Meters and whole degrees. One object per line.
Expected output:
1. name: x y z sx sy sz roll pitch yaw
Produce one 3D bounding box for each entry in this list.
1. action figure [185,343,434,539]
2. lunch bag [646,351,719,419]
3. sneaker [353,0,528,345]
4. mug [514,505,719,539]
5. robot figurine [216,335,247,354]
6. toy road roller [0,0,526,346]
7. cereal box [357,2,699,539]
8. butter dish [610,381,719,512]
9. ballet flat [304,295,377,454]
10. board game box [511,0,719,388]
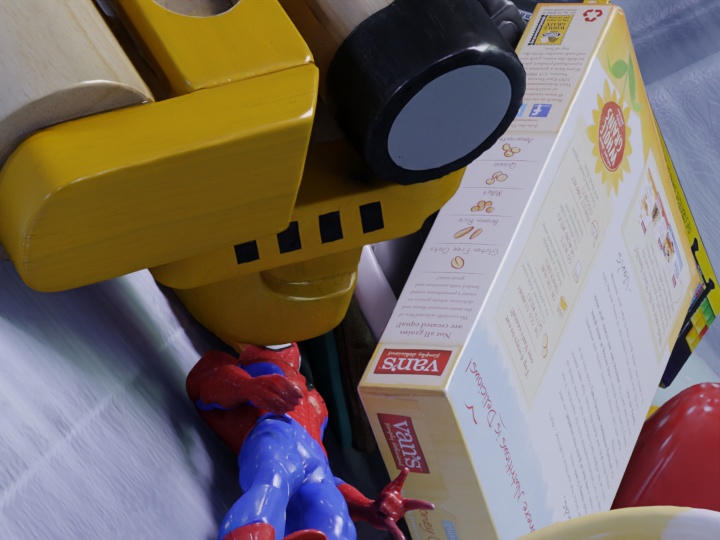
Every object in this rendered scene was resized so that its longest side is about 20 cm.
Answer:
1. action figure: -0.020 0.063 0.927 0.065 0.052 0.200 45 7 -20
2. lunch bag: 0.128 0.094 1.406 0.171 0.122 0.200 57 3 31
3. sneaker: 0.029 -0.042 1.107 0.071 0.099 0.201 72 -1 -65
4. mug: 0.080 0.150 0.762 0.153 0.149 0.187 56 9 -44
5. robot figurine: -0.062 -0.045 1.123 0.145 0.058 0.200 54 6 -23
6. toy road roller: -0.056 -0.042 0.927 0.123 0.199 0.146 56 -34 32
7. cereal box: 0.064 0.022 1.076 0.200 0.039 0.144 -62 145 -40
8. butter dish: 0.130 0.117 1.204 0.147 0.200 0.200 29 3 13
9. ballet flat: 0.000 0.000 1.203 0.200 0.072 0.068 -120 -157 -57
10. board game box: 0.052 -0.050 1.269 0.165 0.057 0.200 19 -28 35
